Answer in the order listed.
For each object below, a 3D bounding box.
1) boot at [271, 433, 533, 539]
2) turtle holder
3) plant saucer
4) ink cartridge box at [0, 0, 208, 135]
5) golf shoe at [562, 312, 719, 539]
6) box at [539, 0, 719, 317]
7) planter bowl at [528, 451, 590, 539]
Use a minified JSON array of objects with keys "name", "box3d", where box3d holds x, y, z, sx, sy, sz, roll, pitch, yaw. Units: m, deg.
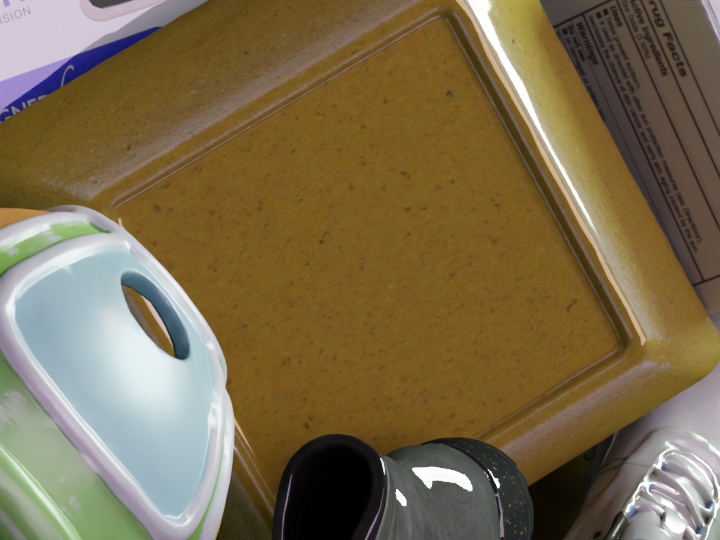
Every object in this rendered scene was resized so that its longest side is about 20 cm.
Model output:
[{"name":"boot","box3d":[0.002,0.146,0.865,0.130,0.067,0.202,-1,93,-67]},{"name":"turtle holder","box3d":[-0.091,0.064,0.833,0.185,0.141,0.132,37,56,7]},{"name":"plant saucer","box3d":[0.000,0.000,0.943,0.199,0.048,0.201,-31,102,-5]},{"name":"ink cartridge box","box3d":[-0.052,-0.029,0.989,0.197,0.047,0.201,-21,98,-19]},{"name":"golf shoe","box3d":[0.104,0.095,0.990,0.078,0.097,0.201,31,76,-1]},{"name":"box","box3d":[0.099,-0.047,1.058,0.109,0.199,0.129,-27,93,-45]},{"name":"planter bowl","box3d":[0.130,0.126,1.102,0.200,0.083,0.202,-28,128,-42]}]
